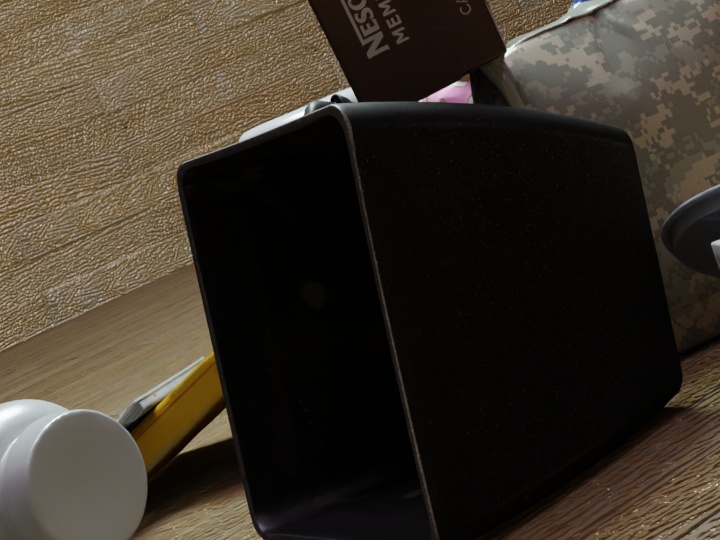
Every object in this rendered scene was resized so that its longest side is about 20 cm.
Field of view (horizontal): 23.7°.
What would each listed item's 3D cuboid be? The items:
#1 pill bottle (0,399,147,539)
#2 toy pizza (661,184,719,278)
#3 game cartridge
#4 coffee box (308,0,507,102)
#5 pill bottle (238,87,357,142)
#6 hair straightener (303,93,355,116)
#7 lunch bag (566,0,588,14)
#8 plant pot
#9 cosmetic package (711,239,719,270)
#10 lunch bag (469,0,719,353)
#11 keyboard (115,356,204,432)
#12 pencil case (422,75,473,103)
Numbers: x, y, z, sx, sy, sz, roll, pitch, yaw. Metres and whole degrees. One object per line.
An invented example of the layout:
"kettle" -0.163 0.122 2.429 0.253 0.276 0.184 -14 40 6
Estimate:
"pill bottle" -0.219 0.139 1.038 0.199 0.114 0.112 -16 9 45
"toy pizza" 0.242 -0.033 0.812 0.198 0.032 0.200 -2 -15 -1
"game cartridge" -0.103 0.080 1.171 0.200 0.032 0.176 -46 -2 20
"coffee box" 0.019 -0.154 0.917 0.079 0.115 0.200 -26 7 8
"pill bottle" -0.008 -0.029 1.302 0.111 0.201 0.112 -22 6 2
"hair straightener" 0.020 -0.053 0.991 0.199 0.041 0.077 6 -59 -50
"lunch bag" 0.210 -0.079 1.119 0.199 0.094 0.151 15 58 21
"plant pot" 0.042 0.017 0.853 0.176 0.201 0.200 -14 1 -27
"cosmetic package" 0.202 0.023 0.666 0.050 0.083 0.200 -23 7 -5
"lunch bag" 0.166 -0.063 0.977 0.163 0.201 0.118 -24 7 -8
"keyboard" -0.144 0.094 1.164 0.056 0.011 0.200 -44 -2 9
"pencil case" 0.059 -0.045 1.153 0.082 0.201 0.087 17 -13 14
